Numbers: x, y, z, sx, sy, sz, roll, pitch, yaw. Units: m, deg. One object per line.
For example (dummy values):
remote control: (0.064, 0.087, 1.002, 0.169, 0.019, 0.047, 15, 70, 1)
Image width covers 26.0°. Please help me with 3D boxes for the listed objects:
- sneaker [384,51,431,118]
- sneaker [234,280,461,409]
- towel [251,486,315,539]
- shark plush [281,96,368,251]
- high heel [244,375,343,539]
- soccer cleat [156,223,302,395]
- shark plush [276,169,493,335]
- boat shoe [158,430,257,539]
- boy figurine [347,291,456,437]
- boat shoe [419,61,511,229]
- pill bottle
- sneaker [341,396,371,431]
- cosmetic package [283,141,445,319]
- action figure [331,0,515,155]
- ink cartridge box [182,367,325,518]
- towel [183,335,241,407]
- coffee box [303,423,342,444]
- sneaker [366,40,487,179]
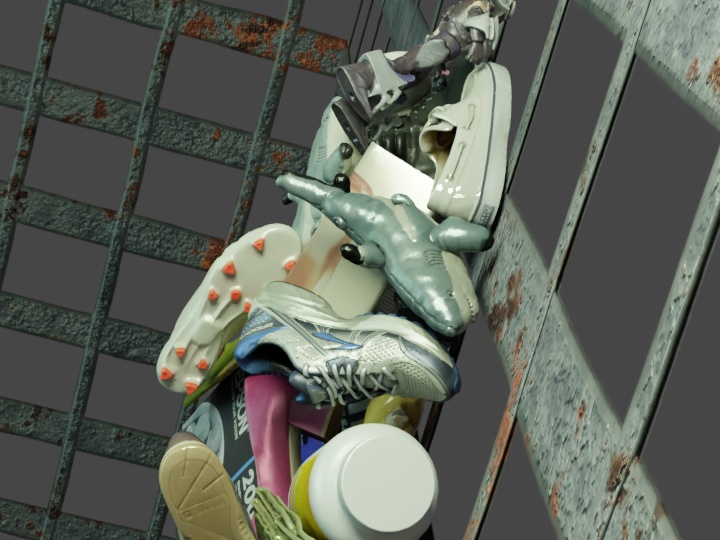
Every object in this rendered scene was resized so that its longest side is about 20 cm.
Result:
sneaker: (0.043, -0.137, 1.586, 0.201, 0.076, 0.082, 90, 178, -55)
sneaker: (-0.015, 0.081, 1.265, 0.085, 0.199, 0.077, -55, -32, -35)
towel: (-0.040, 0.285, 1.275, 0.148, 0.036, 0.202, -139, 35, -65)
shark plush: (-0.039, -0.058, 1.465, 0.083, 0.090, 0.201, 37, 115, 35)
high heel: (-0.091, 0.190, 1.384, 0.067, 0.095, 0.201, 52, -125, -65)
soccer cleat: (-0.126, 0.028, 1.450, 0.200, 0.069, 0.078, -51, 16, 17)
shark plush: (0.019, -0.028, 1.236, 0.083, 0.200, 0.091, -35, -14, -45)
boat shoe: (-0.118, 0.224, 1.299, 0.065, 0.071, 0.201, -106, -2, -70)
boy figurine: (0.028, 0.108, 1.382, 0.125, 0.064, 0.201, -87, 16, -53)
boat shoe: (0.085, -0.114, 1.329, 0.071, 0.069, 0.201, 112, 171, -46)
pill bottle: (0.003, 0.181, 1.254, 0.200, 0.103, 0.105, 127, 157, -74)
sneaker: (-0.010, 0.113, 1.480, 0.070, 0.108, 0.202, -106, 31, -78)
cosmetic package: (0.000, 0.000, 1.381, 0.201, 0.087, 0.103, -57, -17, -2)
action figure: (0.065, -0.190, 1.393, 0.199, 0.070, 0.130, -36, -4, -20)
ink cartridge box: (-0.105, 0.182, 1.507, 0.200, 0.043, 0.199, -48, 38, 36)
towel: (-0.118, 0.076, 1.500, 0.086, 0.018, 0.200, -48, 4, -29)
coffee box: (-0.038, 0.141, 1.589, 0.113, 0.079, 0.202, 18, -95, -61)
sneaker: (0.059, -0.151, 1.501, 0.071, 0.098, 0.202, 134, 151, -80)
